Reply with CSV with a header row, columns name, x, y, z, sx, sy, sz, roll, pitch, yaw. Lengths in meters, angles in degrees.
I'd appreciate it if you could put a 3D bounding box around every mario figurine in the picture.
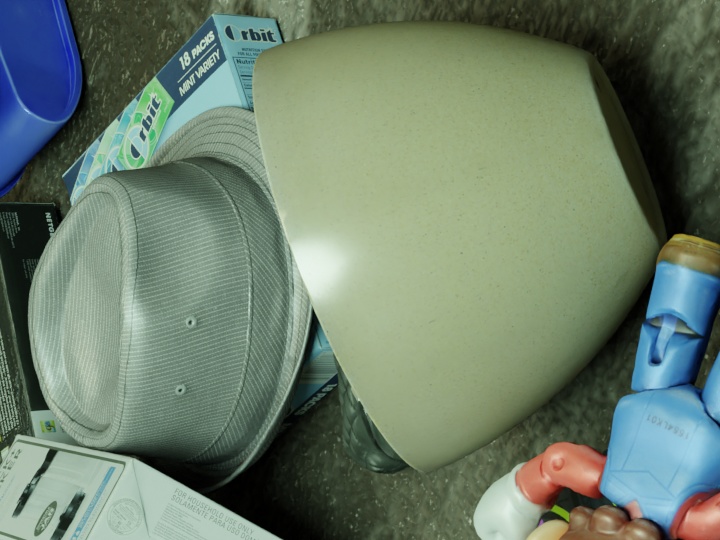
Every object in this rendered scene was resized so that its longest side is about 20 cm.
name,x,y,z,sx,sy,sz,roll,pitch,yaw
mario figurine,0.127,0.091,1.155,0.123,0.106,0.200,21,85,62

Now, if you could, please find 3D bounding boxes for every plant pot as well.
name,x,y,z,sx,sy,sz,roll,pitch,yaw
plant pot,0.056,-0.027,1.206,0.134,0.200,0.200,-21,69,12

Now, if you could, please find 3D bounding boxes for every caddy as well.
name,x,y,z,sx,sy,sz,roll,pitch,yaw
caddy,-0.251,-0.133,1.615,0.105,0.141,0.200,-37,60,42

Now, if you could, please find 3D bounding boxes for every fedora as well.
name,x,y,z,sx,sy,sz,roll,pitch,yaw
fedora,-0.106,0.015,1.392,0.177,0.090,0.200,34,116,46

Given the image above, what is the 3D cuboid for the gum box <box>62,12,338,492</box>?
name,x,y,z,sx,sy,sz,roll,pitch,yaw
gum box,-0.078,-0.007,1.467,0.170,0.045,0.200,-42,57,44

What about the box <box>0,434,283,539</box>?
name,x,y,z,sx,sy,sz,roll,pitch,yaw
box,-0.116,0.140,1.410,0.060,0.117,0.200,-63,19,-11

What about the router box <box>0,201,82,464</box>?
name,x,y,z,sx,sy,sz,roll,pitch,yaw
router box,-0.214,0.079,1.635,0.149,0.051,0.200,-35,62,48

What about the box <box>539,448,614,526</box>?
name,x,y,z,sx,sy,sz,roll,pitch,yaw
box,0.081,0.195,1.224,0.200,0.036,0.143,-45,54,22

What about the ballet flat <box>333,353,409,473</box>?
name,x,y,z,sx,sy,sz,roll,pitch,yaw
ballet flat,0.000,0.000,1.349,0.057,0.066,0.200,-13,78,55
